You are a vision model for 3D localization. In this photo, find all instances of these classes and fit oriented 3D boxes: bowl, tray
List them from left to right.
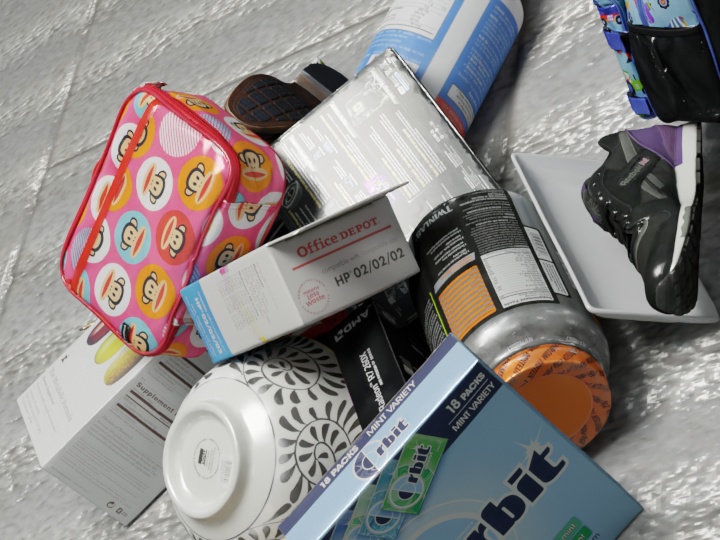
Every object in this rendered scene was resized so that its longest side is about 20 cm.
[{"bbox_3d":[-0.090,0.148,1.507,0.200,0.094,0.202,-6,81,44],"label":"bowl"},{"bbox_3d":[0.184,-0.021,1.451,0.200,0.107,0.022,-110,31,-51],"label":"tray"}]

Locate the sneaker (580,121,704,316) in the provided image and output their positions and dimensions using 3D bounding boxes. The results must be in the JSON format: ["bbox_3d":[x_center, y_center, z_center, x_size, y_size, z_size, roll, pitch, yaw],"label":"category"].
[{"bbox_3d":[0.202,-0.034,1.413,0.087,0.076,0.200,0,35,12],"label":"sneaker"}]

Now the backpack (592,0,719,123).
[{"bbox_3d":[0.254,-0.228,1.432,0.134,0.201,0.183,3,37,48],"label":"backpack"}]

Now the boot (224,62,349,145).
[{"bbox_3d":[-0.075,-0.116,1.693,0.075,0.200,0.097,41,116,13],"label":"boot"}]

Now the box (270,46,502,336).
[{"bbox_3d":[0.024,-0.056,1.589,0.160,0.044,0.200,-39,69,7],"label":"box"}]

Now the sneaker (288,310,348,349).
[{"bbox_3d":[0.000,0.000,1.653,0.200,0.078,0.116,-49,47,12],"label":"sneaker"}]

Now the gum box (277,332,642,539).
[{"bbox_3d":[0.070,0.164,1.297,0.170,0.200,0.045,-47,35,1],"label":"gum box"}]

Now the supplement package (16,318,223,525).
[{"bbox_3d":[-0.185,0.100,1.708,0.200,0.109,0.114,-45,36,6],"label":"supplement package"}]

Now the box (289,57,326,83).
[{"bbox_3d":[-0.096,-0.111,1.845,0.200,0.035,0.110,-44,17,8],"label":"box"}]

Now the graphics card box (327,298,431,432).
[{"bbox_3d":[0.051,0.121,1.421,0.051,0.125,0.200,-39,37,15],"label":"graphics card box"}]

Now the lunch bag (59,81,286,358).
[{"bbox_3d":[-0.162,-0.047,1.597,0.176,0.082,0.201,39,112,35],"label":"lunch bag"}]

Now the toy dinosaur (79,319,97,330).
[{"bbox_3d":[-0.222,0.095,1.817,0.200,0.058,0.101,-51,49,11],"label":"toy dinosaur"}]

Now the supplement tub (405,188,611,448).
[{"bbox_3d":[0.109,0.041,1.436,0.122,0.122,0.200,-38,37,15],"label":"supplement tub"}]

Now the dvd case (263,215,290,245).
[{"bbox_3d":[-0.065,-0.060,1.740,0.149,0.016,0.200,-53,12,-12],"label":"dvd case"}]

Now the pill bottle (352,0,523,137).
[{"bbox_3d":[0.076,-0.205,1.711,0.112,0.112,0.201,7,62,49],"label":"pill bottle"}]

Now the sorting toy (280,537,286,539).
[{"bbox_3d":[-0.066,0.309,1.420,0.199,0.070,0.199,-32,38,23],"label":"sorting toy"}]

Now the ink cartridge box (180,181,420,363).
[{"bbox_3d":[-0.038,0.003,1.468,0.115,0.068,0.200,-25,0,-31],"label":"ink cartridge box"}]
